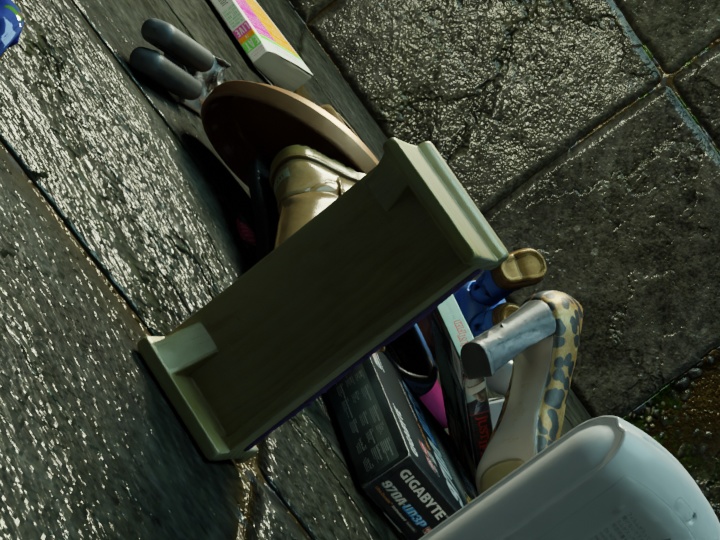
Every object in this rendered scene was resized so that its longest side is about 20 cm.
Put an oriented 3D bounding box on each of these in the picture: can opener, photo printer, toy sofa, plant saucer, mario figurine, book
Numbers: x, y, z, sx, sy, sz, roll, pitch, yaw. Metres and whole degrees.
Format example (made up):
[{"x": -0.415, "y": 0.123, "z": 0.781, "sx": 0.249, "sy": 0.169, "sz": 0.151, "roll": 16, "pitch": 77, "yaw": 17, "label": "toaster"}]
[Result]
[{"x": -0.170, "y": -0.185, "z": 1.683, "sx": 0.066, "sy": 0.054, "sz": 0.200, "roll": 23, "pitch": -1, "yaw": 16, "label": "can opener"}, {"x": 0.147, "y": 0.202, "z": 1.285, "sx": 0.167, "sy": 0.199, "sz": 0.070, "roll": 50, "pitch": 8, "yaw": -26, "label": "photo printer"}, {"x": -0.018, "y": 0.019, "z": 1.059, "sx": 0.083, "sy": 0.199, "sz": 0.097, "roll": 55, "pitch": 12, "yaw": 13, "label": "toy sofa"}, {"x": -0.050, "y": -0.097, "z": 1.641, "sx": 0.199, "sy": 0.032, "sz": 0.201, "roll": 30, "pitch": -23, "yaw": 14, "label": "plant saucer"}, {"x": 0.111, "y": 0.039, "z": 1.652, "sx": 0.106, "sy": 0.124, "sz": 0.200, "roll": 41, "pitch": -25, "yaw": -12, "label": "mario figurine"}, {"x": -0.153, "y": -0.330, "z": 2.429, "sx": 0.201, "sy": 0.048, "sz": 0.134, "roll": 56, "pitch": 10, "yaw": 22, "label": "book"}]

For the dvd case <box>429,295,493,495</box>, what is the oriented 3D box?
[{"x": 0.089, "y": 0.126, "z": 1.553, "sx": 0.146, "sy": 0.022, "sz": 0.202, "roll": -111, "pitch": -171, "yaw": -64, "label": "dvd case"}]

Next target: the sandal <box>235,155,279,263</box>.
[{"x": -0.076, "y": -0.022, "z": 1.537, "sx": 0.075, "sy": 0.045, "sz": 0.201, "roll": 42, "pitch": 27, "yaw": -33, "label": "sandal"}]

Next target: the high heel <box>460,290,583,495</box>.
[{"x": 0.150, "y": 0.122, "z": 1.476, "sx": 0.142, "sy": 0.071, "sz": 0.202, "roll": -28, "pitch": 110, "yaw": -45, "label": "high heel"}]

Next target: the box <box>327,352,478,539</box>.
[{"x": 0.039, "y": 0.147, "z": 1.445, "sx": 0.159, "sy": 0.046, "sz": 0.200, "roll": 51, "pitch": 8, "yaw": -30, "label": "box"}]

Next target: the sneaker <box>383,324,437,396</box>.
[{"x": 0.001, "y": 0.022, "z": 1.611, "sx": 0.201, "sy": 0.066, "sz": 0.078, "roll": 55, "pitch": -24, "yaw": -5, "label": "sneaker"}]

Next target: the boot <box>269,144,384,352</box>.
[{"x": 0.000, "y": 0.000, "z": 1.491, "sx": 0.174, "sy": 0.066, "sz": 0.201, "roll": 19, "pitch": 34, "yaw": -19, "label": "boot"}]

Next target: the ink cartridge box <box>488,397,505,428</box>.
[{"x": 0.119, "y": 0.162, "z": 1.645, "sx": 0.200, "sy": 0.039, "sz": 0.100, "roll": 143, "pitch": -65, "yaw": -84, "label": "ink cartridge box"}]

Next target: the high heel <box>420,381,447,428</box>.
[{"x": 0.048, "y": 0.053, "z": 1.745, "sx": 0.200, "sy": 0.096, "sz": 0.067, "roll": 52, "pitch": 7, "yaw": -18, "label": "high heel"}]

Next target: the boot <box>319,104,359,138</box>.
[{"x": -0.021, "y": -0.108, "z": 2.136, "sx": 0.201, "sy": 0.075, "sz": 0.074, "roll": 60, "pitch": 7, "yaw": 30, "label": "boot"}]

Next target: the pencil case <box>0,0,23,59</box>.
[{"x": -0.245, "y": -0.170, "z": 0.912, "sx": 0.201, "sy": 0.087, "sz": 0.078, "roll": 53, "pitch": -26, "yaw": -16, "label": "pencil case"}]
